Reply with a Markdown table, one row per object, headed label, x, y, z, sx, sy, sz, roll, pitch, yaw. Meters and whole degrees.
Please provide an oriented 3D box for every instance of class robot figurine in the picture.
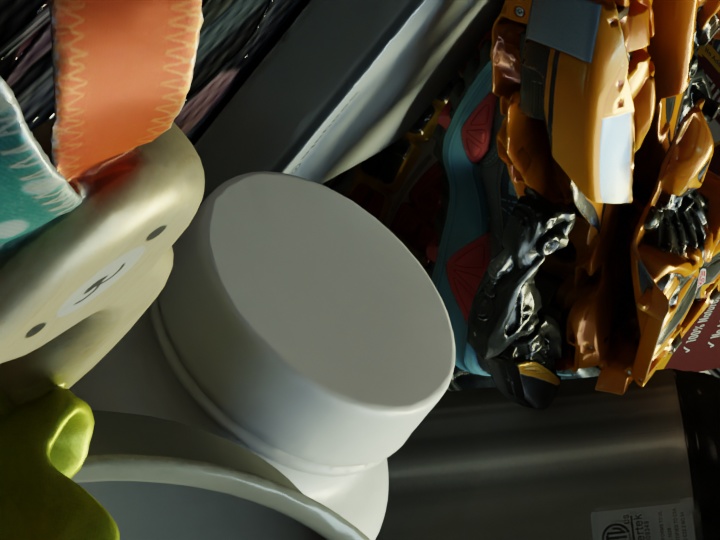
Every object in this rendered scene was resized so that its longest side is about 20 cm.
| label | x | y | z | sx | sy | sz | roll | pitch | yaw |
| --- | --- | --- | --- | --- | --- | --- | --- | --- | --- |
| robot figurine | 0.083 | -0.050 | 0.782 | 0.145 | 0.058 | 0.201 | -46 | 145 | -42 |

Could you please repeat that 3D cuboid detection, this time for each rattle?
| label | x | y | z | sx | sy | sz | roll | pitch | yaw |
| --- | --- | --- | --- | --- | --- | --- | --- | --- | --- |
| rattle | -0.052 | 0.041 | 0.485 | 0.130 | 0.144 | 0.200 | -10 | 158 | -43 |

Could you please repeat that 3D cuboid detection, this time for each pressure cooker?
| label | x | y | z | sx | sy | sz | roll | pitch | yaw |
| --- | --- | --- | --- | --- | --- | --- | --- | --- | --- |
| pressure cooker | 0.035 | 0.123 | 0.854 | 0.176 | 0.198 | 0.180 | -91 | 173 | -59 |

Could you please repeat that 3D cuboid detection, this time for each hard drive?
| label | x | y | z | sx | sy | sz | roll | pitch | yaw |
| --- | --- | --- | --- | --- | --- | --- | --- | --- | --- |
| hard drive | 0.017 | -0.080 | 0.814 | 0.132 | 0.027 | 0.200 | -50 | 175 | 17 |

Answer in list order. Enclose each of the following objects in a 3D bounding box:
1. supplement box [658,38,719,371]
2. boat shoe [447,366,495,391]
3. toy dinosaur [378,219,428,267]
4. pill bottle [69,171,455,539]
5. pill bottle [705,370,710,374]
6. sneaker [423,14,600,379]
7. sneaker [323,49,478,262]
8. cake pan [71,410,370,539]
| label | x | y | z | sx | sy | sz | roll | pitch | yaw |
| --- | --- | --- | --- | --- | --- | --- | --- | --- | --- |
| supplement box | 0.181 | -0.078 | 1.046 | 0.199 | 0.133 | 0.198 | -10 | 142 | -31 |
| boat shoe | 0.032 | 0.035 | 1.066 | 0.091 | 0.200 | 0.071 | -52 | 143 | -9 |
| toy dinosaur | -0.034 | 0.069 | 0.931 | 0.060 | 0.106 | 0.201 | 16 | -103 | 60 |
| pill bottle | -0.062 | 0.068 | 0.740 | 0.200 | 0.111 | 0.111 | -49 | 176 | 33 |
| pill bottle | 0.078 | 0.118 | 1.111 | 0.200 | 0.111 | 0.111 | -43 | 177 | 9 |
| sneaker | 0.081 | -0.029 | 0.912 | 0.079 | 0.095 | 0.201 | -54 | 161 | -34 |
| sneaker | 0.000 | 0.000 | 1.023 | 0.200 | 0.078 | 0.082 | -47 | 177 | -14 |
| cake pan | -0.082 | 0.112 | 0.661 | 0.201 | 0.199 | 0.037 | -50 | -143 | 23 |
